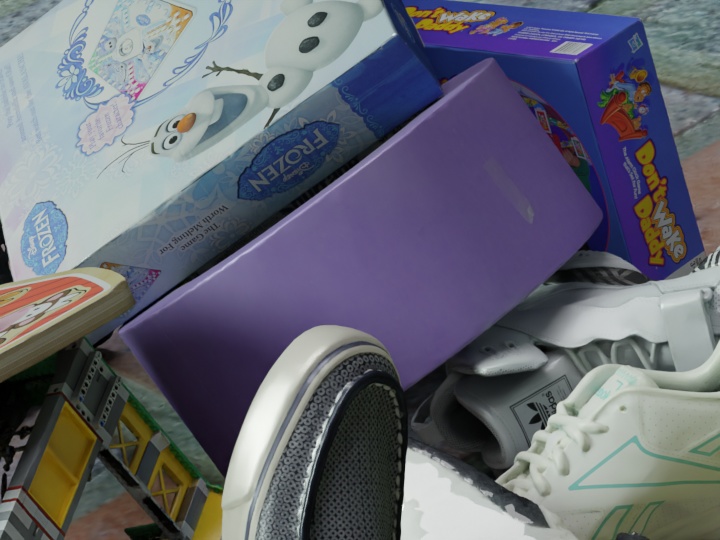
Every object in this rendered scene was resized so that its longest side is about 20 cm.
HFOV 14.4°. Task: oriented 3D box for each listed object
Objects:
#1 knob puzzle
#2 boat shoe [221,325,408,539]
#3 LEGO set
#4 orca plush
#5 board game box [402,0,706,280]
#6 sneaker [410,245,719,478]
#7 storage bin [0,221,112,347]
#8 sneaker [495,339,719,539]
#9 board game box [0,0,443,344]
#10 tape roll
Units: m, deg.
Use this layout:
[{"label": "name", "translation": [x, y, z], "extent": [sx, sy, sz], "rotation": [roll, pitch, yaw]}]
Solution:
[{"label": "knob puzzle", "translation": [-0.176, 0.031, 1.069], "extent": [0.219, 0.031, 0.220], "rotation": [-22, 10, 4]}, {"label": "boat shoe", "translation": [0.003, 0.124, 0.930], "extent": [0.093, 0.201, 0.075], "rotation": [16, 10, 42]}, {"label": "LEGO set", "translation": [-0.146, 0.118, 1.085], "extent": [0.199, 0.154, 0.116], "rotation": [-5, 44, 26]}, {"label": "orca plush", "translation": [0.045, 0.131, 1.011], "extent": [0.200, 0.071, 0.105], "rotation": [29, 59, 35]}, {"label": "board game box", "translation": [0.063, -0.055, 1.331], "extent": [0.045, 0.135, 0.200], "rotation": [-33, 28, -31]}, {"label": "sneaker", "translation": [0.114, 0.043, 1.158], "extent": [0.200, 0.075, 0.115], "rotation": [-1, 29, 46]}, {"label": "storage bin", "translation": [-0.234, -0.008, 1.435], "extent": [0.200, 0.136, 0.094], "rotation": [6, 32, 43]}, {"label": "sneaker", "translation": [0.086, 0.080, 1.086], "extent": [0.200, 0.080, 0.070], "rotation": [-24, 25, -11]}, {"label": "board game box", "translation": [-0.075, -0.084, 1.262], "extent": [0.199, 0.043, 0.200], "rotation": [-34, 36, 11]}, {"label": "tape roll", "translation": [0.000, 0.000, 1.221], "extent": [0.200, 0.085, 0.200], "rotation": [-35, 5, 4]}]
